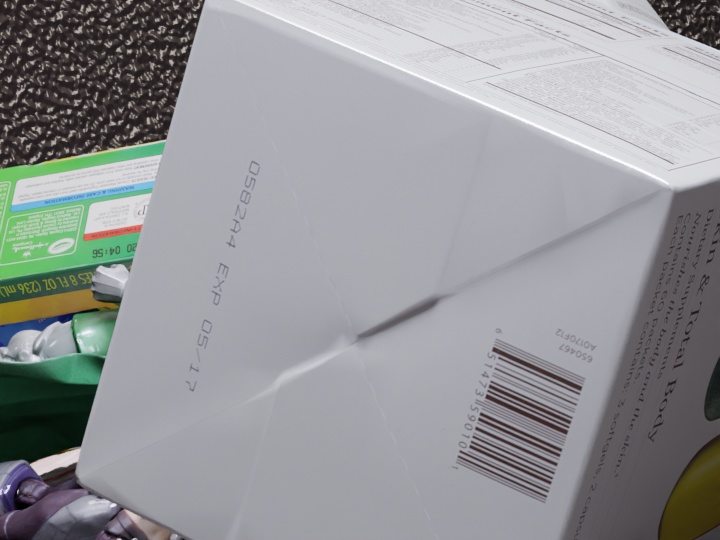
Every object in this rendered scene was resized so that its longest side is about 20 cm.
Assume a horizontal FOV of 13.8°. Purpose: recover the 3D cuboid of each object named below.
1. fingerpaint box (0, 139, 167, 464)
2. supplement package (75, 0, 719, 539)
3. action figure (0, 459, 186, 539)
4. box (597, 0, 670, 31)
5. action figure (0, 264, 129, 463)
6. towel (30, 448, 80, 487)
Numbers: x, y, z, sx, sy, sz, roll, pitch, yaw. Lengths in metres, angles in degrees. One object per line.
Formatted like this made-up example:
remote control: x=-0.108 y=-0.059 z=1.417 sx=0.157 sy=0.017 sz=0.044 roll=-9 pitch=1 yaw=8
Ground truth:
fingerpaint box: x=-0.136 y=0.034 z=1.346 sx=0.199 sy=0.167 sz=0.074 roll=-9 pitch=48 yaw=17
supplement package: x=0.044 y=0.007 z=0.888 sx=0.150 sy=0.152 sz=0.200 roll=24 pitch=18 yaw=23
action figure: x=-0.079 y=0.079 z=1.035 sx=0.199 sy=0.070 sz=0.130 roll=-19 pitch=13 yaw=37
box: x=0.045 y=-0.087 z=1.462 sx=0.199 sy=0.131 sz=0.200 roll=-39 pitch=-8 yaw=12
action figure: x=-0.080 y=0.029 z=1.101 sx=0.199 sy=0.055 sz=0.118 roll=-13 pitch=-17 yaw=6
towel: x=-0.114 y=0.088 z=1.230 sx=0.190 sy=0.032 sz=0.200 roll=-17 pitch=-1 yaw=15
